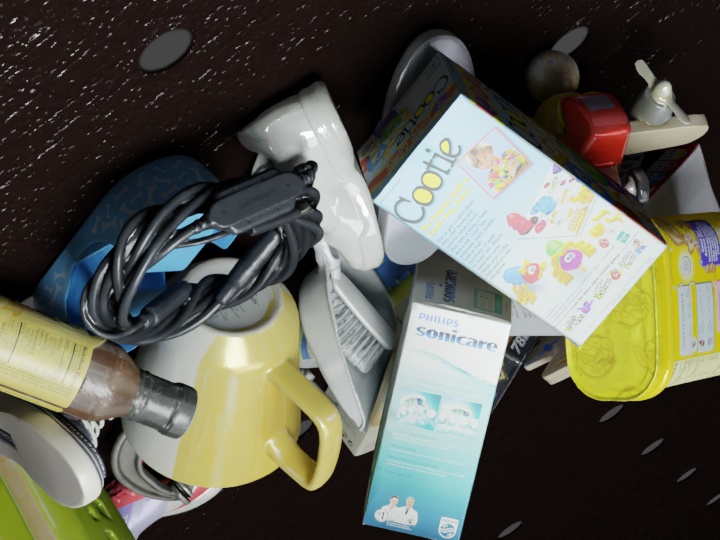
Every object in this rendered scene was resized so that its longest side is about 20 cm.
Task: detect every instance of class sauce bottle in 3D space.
[{"bbox_3d":[-0.213,0.070,1.407,0.200,0.065,0.065,25,125,-24],"label":"sauce bottle"}]

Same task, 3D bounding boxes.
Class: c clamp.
[{"bbox_3d":[-0.124,0.143,1.766,0.200,0.027,0.171,-38,137,-6],"label":"c clamp"}]

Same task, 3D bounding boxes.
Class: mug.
[{"bbox_3d":[-0.095,0.075,1.580,0.186,0.150,0.153,14,136,1],"label":"mug"}]

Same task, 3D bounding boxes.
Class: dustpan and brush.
[{"bbox_3d":[-0.019,0.014,1.590,0.057,0.200,0.140,-26,-156,28],"label":"dustpan and brush"}]

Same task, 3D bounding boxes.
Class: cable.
[{"bbox_3d":[-0.117,-0.008,1.416,0.200,0.051,0.163,-28,161,-23],"label":"cable"}]

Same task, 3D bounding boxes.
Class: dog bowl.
[{"bbox_3d":[-0.169,-0.008,1.455,0.111,0.050,0.200,-3,142,-51],"label":"dog bowl"}]

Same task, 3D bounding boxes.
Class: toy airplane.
[{"bbox_3d":[0.165,-0.110,1.622,0.199,0.141,0.200,-11,177,33],"label":"toy airplane"}]

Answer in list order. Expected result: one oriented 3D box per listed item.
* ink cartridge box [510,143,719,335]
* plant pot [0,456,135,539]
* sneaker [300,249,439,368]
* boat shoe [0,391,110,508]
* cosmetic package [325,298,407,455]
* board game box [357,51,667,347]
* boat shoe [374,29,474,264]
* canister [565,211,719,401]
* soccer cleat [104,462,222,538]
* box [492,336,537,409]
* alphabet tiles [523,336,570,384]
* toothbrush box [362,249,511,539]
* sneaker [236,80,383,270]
[{"bbox_3d":[0.196,-0.026,1.750,0.175,0.084,0.200,-3,-151,40],"label":"ink cartridge box"},{"bbox_3d":[-0.292,0.258,1.629,0.199,0.200,0.182,-33,150,-4],"label":"plant pot"},{"bbox_3d":[0.000,0.000,1.698,0.200,0.076,0.105,-35,139,2],"label":"sneaker"},{"bbox_3d":[-0.220,0.110,1.476,0.093,0.200,0.075,-28,119,-25],"label":"boat shoe"},{"bbox_3d":[0.044,0.086,1.897,0.105,0.071,0.200,-21,154,-31],"label":"cosmetic package"},{"bbox_3d":[0.110,-0.053,1.456,0.200,0.103,0.105,35,106,-20],"label":"board game box"},{"bbox_3d":[0.037,-0.103,1.530,0.073,0.065,0.200,-2,123,-24],"label":"boat shoe"},{"bbox_3d":[0.255,0.024,1.616,0.086,0.149,0.200,-2,-178,38],"label":"canister"},{"bbox_3d":[-0.220,0.217,1.822,0.200,0.068,0.073,-33,138,-2],"label":"soccer cleat"},{"bbox_3d":[0.149,0.064,1.921,0.199,0.050,0.200,-53,172,-36],"label":"box"},{"bbox_3d":[0.238,0.028,1.821,0.196,0.015,0.200,-32,-165,45],"label":"alphabet tiles"},{"bbox_3d":[0.064,0.100,1.619,0.146,0.085,0.200,-76,177,-72],"label":"toothbrush box"},{"bbox_3d":[-0.041,-0.062,1.499,0.088,0.075,0.200,-23,141,0],"label":"sneaker"}]
